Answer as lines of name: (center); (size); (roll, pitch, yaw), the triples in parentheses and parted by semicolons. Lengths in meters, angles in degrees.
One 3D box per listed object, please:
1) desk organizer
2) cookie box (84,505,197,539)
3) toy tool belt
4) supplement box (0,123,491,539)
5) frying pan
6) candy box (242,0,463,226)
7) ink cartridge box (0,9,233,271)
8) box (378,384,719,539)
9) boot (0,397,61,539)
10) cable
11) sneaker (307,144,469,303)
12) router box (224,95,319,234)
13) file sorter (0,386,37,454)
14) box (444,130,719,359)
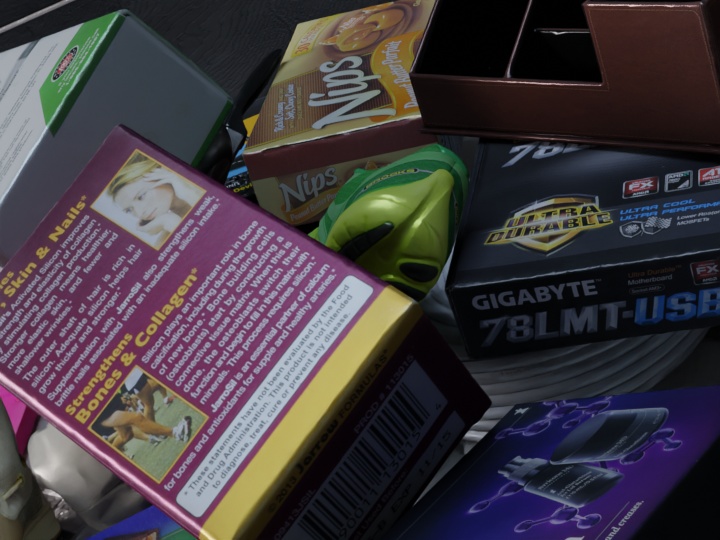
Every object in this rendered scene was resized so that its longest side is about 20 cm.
desk organizer: (0.113, -0.114, 0.881); (0.199, 0.077, 0.072); (8, 39, 43)
cookie box: (-0.132, 0.208, 0.785); (0.199, 0.076, 0.171); (-27, 30, -3)
toy tool belt: (-0.101, 0.053, 0.943); (0.123, 0.125, 0.200); (-45, 25, 14)
supplement box: (-0.065, 0.044, 0.780); (0.199, 0.103, 0.131); (32, 79, 35)
frying pan: (-0.095, -0.054, 1.048); (0.031, 0.115, 0.190); (31, 30, 7)
candy box: (0.005, -0.103, 1.076); (0.114, 0.056, 0.201); (-11, 28, 15)
ink cartridge box: (-0.174, -0.049, 0.954); (0.199, 0.083, 0.147); (0, 57, 59)
box: (0.074, 0.131, 0.700); (0.141, 0.079, 0.200); (-14, 19, 46)
boot: (-0.219, 0.087, 0.890); (0.072, 0.156, 0.200); (-22, 1, 2)
cable: (0.094, 0.009, 0.938); (0.199, 0.070, 0.200); (-36, 32, -19)
sneaker: (0.000, 0.000, 0.888); (0.084, 0.074, 0.200); (-52, 9, -34)
router box: (-0.050, -0.069, 1.164); (0.198, 0.051, 0.149); (-21, 28, -7)
file sorter: (-0.290, 0.082, 1.046); (0.138, 0.126, 0.201); (-15, 31, 16)
box: (0.152, -0.044, 0.869); (0.198, 0.050, 0.199); (-9, 33, 18)
